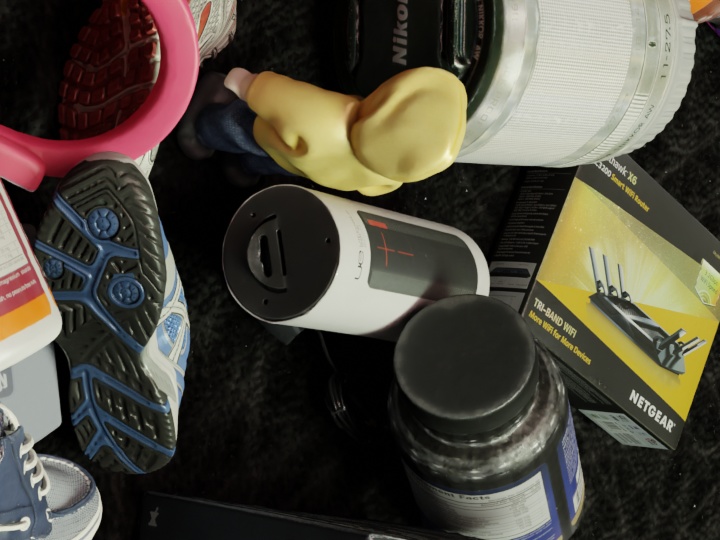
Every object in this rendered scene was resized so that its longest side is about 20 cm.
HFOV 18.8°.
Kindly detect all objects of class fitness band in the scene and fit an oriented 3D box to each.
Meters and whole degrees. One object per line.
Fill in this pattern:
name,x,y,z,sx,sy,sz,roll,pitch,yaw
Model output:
fitness band,-0.180,-0.127,1.129,0.200,0.037,0.144,30,103,-21

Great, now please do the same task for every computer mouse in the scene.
computer mouse,-0.036,0.040,1.352,0.200,0.034,0.059,61,32,-33

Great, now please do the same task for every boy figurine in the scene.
boy figurine,-0.022,-0.083,1.238,0.124,0.200,0.064,31,70,-36

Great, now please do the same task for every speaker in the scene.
speaker,0.000,0.000,1.309,0.200,0.081,0.081,13,82,-60

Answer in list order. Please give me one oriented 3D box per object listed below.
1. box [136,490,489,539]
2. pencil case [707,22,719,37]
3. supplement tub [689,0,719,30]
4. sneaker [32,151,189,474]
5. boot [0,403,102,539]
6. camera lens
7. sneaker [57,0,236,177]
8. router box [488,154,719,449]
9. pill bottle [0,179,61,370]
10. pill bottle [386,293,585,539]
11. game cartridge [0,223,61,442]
box,-0.003,0.207,1.269,0.198,0.200,0.123,15,82,-43
pencil case,0.316,-0.182,1.644,0.200,0.088,0.088,43,63,-37
supplement tub,0.209,-0.240,1.489,0.200,0.107,0.107,34,68,-22
sneaker,-0.135,0.016,1.196,0.077,0.076,0.200,-78,171,-53
boot,-0.181,0.107,1.098,0.090,0.073,0.200,-61,162,19
camera lens,0.095,-0.147,1.375,0.200,0.160,0.160,0,92,-45
sneaker,-0.108,-0.131,1.236,0.082,0.078,0.200,28,73,-43
router box,0.176,0.014,1.535,0.200,0.052,0.157,37,67,-39
pill bottle,-0.232,-0.039,1.058,0.110,0.110,0.200,-29,99,-40
pill bottle,0.077,0.101,1.352,0.112,0.112,0.200,-60,156,-24
game cartridge,-0.249,0.053,1.137,0.200,0.040,0.134,-10,96,-43
